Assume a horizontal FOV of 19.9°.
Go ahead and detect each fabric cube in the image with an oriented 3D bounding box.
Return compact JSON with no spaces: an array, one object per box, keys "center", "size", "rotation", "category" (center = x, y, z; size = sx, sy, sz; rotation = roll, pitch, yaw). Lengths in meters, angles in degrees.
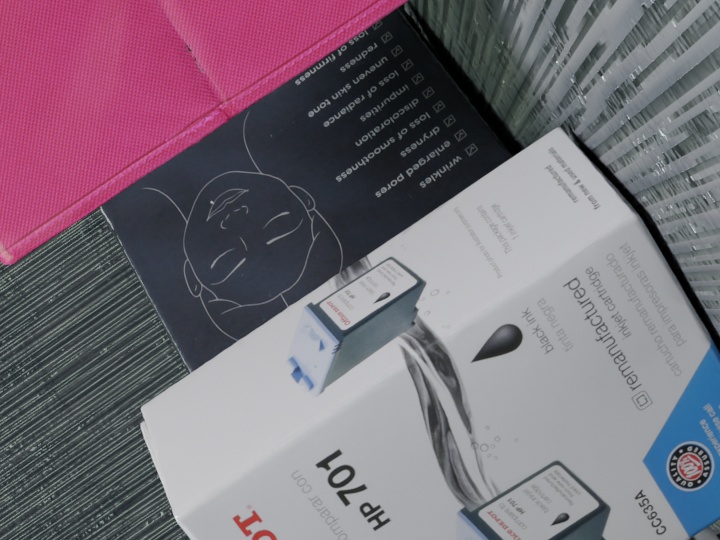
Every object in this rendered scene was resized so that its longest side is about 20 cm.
[{"center":[-0.108,-0.153,0.776],"size":[0.200,0.200,0.196],"rotation":[56,-178,-15],"category":"fabric cube"}]

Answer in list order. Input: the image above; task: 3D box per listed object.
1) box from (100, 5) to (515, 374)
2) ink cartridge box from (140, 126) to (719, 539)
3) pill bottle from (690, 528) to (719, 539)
[{"center":[0.000,0.000,1.074],"size":[0.124,0.200,0.197],"rotation":[52,-176,-48],"category":"box"},{"center":[0.039,0.066,0.788],"size":[0.147,0.200,0.086],"rotation":[55,-179,-30],"category":"ink cartridge box"},{"center":[0.207,0.230,1.142],"size":[0.114,0.114,0.200],"rotation":[56,-179,-17],"category":"pill bottle"}]
